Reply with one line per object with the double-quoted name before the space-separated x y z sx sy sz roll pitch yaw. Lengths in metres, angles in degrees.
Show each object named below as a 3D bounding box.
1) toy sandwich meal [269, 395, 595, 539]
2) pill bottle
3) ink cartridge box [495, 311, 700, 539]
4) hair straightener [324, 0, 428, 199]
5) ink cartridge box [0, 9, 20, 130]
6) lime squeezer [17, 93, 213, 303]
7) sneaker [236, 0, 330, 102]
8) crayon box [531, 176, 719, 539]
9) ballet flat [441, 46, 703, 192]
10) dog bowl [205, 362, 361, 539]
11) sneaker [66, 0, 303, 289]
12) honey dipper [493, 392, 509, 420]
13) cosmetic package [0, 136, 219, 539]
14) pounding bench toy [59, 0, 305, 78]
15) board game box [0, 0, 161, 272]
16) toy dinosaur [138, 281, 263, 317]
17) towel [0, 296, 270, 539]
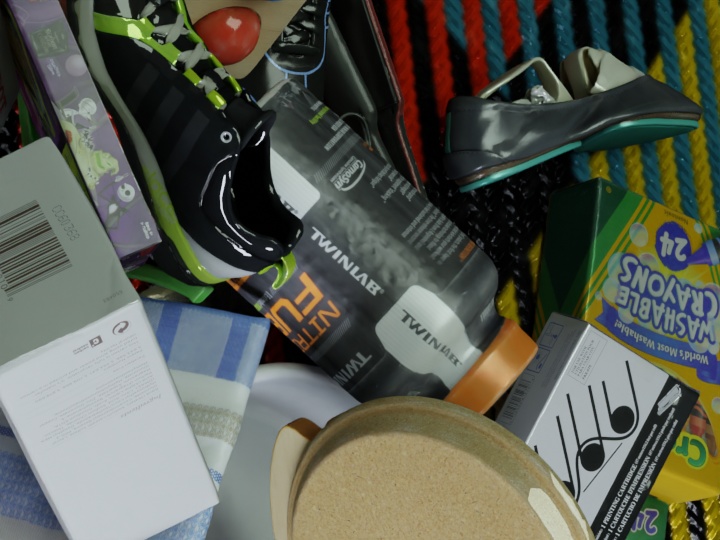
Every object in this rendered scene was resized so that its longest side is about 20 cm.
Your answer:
"toy sandwich meal" 0.045 0.143 1.495 0.070 0.205 0.205 -33 100 -52
"pill bottle" 0.000 0.000 1.573 0.200 0.106 0.106 42 55 0
"ink cartridge box" 0.108 0.134 1.696 0.094 0.044 0.200 32 83 -28
"hair straightener" -0.005 -0.067 1.711 0.077 0.041 0.200 -19 96 -38
"ink cartridge box" -0.269 -0.063 1.402 0.144 0.145 0.200 16 64 9
"lime squeezer" -0.155 -0.041 1.568 0.038 0.071 0.200 -9 55 -43
"sneaker" -0.048 -0.161 1.656 0.070 0.078 0.200 0 72 -36
"crayon box" 0.166 0.059 1.796 0.126 0.052 0.200 21 67 -32
"ballet flat" 0.128 -0.100 1.796 0.200 0.073 0.073 -15 89 -36
"dog bowl" -0.052 0.153 1.590 0.200 0.079 0.200 9 74 -36
"sneaker" -0.078 -0.085 1.474 0.072 0.083 0.200 -44 120 -52
"honey dipper" 0.045 0.030 1.698 0.200 0.038 0.038 48 54 -37
"cosmetic package" -0.140 0.043 1.413 0.081 0.200 0.113 -26 56 -9
"pounding bench toy" -0.130 -0.195 1.550 0.200 0.124 0.156 5 51 -37
"board game box" -0.153 -0.095 1.463 0.032 0.120 0.200 -23 89 -14
"toy dinosaur" -0.069 -0.009 1.639 0.200 0.047 0.088 -6 90 -35
"towel" -0.141 0.097 1.510 0.024 0.147 0.200 73 32 -57
